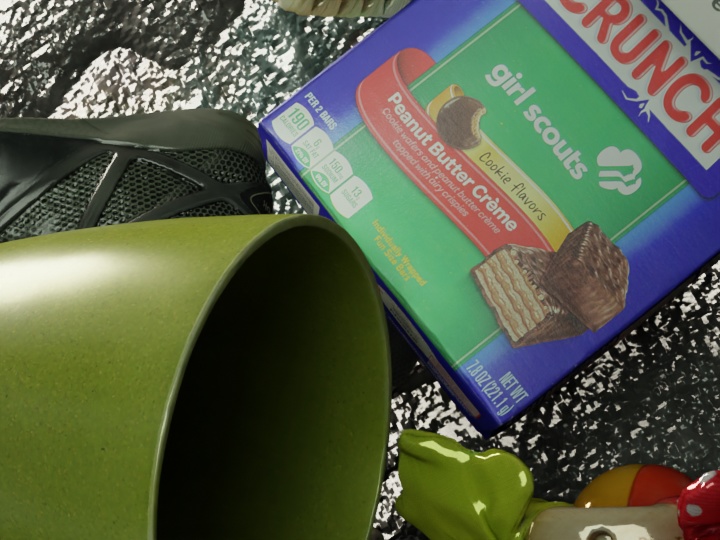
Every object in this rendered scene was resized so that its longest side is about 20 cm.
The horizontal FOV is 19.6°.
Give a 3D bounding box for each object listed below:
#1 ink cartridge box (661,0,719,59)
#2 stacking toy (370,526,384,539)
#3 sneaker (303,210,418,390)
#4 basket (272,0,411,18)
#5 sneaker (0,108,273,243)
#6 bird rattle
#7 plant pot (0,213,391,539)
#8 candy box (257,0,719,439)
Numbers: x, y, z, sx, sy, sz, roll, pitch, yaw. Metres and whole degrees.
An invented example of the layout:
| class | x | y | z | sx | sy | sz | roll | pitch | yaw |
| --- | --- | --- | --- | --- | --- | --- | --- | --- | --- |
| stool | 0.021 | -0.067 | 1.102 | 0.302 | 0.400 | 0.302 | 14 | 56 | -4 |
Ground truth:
| class | x | y | z | sx | sy | sz | roll | pitch | yaw |
| --- | --- | --- | --- | --- | --- | --- | --- | --- | --- |
| ink cartridge box | 0.176 | -0.137 | 0.864 | 0.117 | 0.200 | 0.067 | 44 | 127 | -3 |
| stacking toy | 0.000 | 0.225 | 0.908 | 0.146 | 0.146 | 0.200 | -38 | 84 | 8 |
| sneaker | 0.000 | 0.000 | 0.989 | 0.080 | 0.070 | 0.201 | 32 | 80 | 31 |
| basket | 0.008 | -0.243 | 0.964 | 0.198 | 0.160 | 0.200 | 51 | 126 | 24 |
| sneaker | -0.135 | -0.007 | 0.918 | 0.198 | 0.076 | 0.115 | -5 | 51 | -8 |
| bird rattle | 0.115 | 0.104 | 0.854 | 0.199 | 0.163 | 0.113 | -13 | 83 | 20 |
| plant pot | -0.116 | 0.060 | 0.821 | 0.199 | 0.187 | 0.188 | 8 | 78 | 26 |
| candy box | 0.084 | -0.054 | 0.913 | 0.200 | 0.077 | 0.169 | -38 | 85 | -7 |
